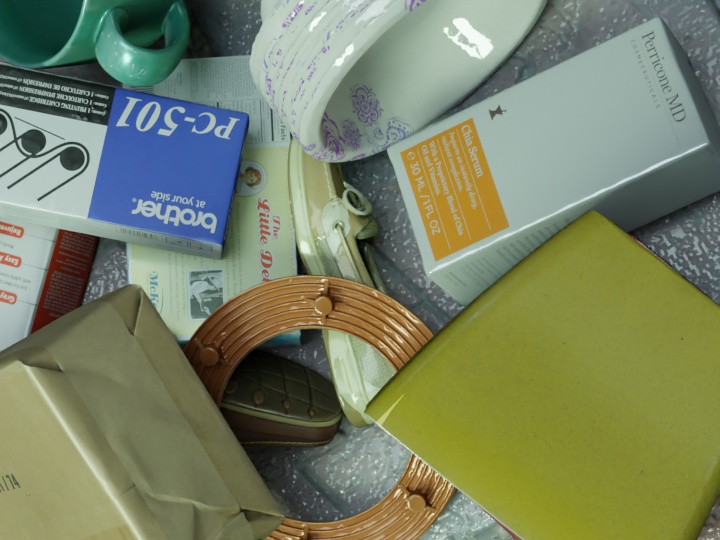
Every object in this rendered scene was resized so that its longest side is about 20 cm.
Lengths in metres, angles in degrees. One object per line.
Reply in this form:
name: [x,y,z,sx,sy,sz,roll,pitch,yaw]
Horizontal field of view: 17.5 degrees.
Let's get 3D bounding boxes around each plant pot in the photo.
plant pot: [0.133,0.075,1.399,0.200,0.200,0.177,37,89,2]

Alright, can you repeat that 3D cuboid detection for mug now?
mug: [-0.181,-0.202,1.582,0.152,0.114,0.186,-18,86,46]

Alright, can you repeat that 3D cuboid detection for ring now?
ring: [-0.030,0.102,1.520,0.199,0.019,0.201,1,101,7]

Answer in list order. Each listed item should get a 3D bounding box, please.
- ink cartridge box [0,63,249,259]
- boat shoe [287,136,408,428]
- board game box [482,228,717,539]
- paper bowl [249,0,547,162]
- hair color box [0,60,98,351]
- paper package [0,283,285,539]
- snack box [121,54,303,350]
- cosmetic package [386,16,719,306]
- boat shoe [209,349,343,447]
ink cartridge box: [-0.179,-0.074,1.546,0.199,0.044,0.094,11,76,-1]
boat shoe: [0.000,0.001,1.554,0.063,0.073,0.202,-15,80,11]
board game box: [0.147,0.082,1.512,0.103,0.019,0.200,40,97,20]
paper bowl: [0.017,-0.170,1.500,0.201,0.201,0.104,-42,71,10]
hair color box: [-0.239,-0.040,1.652,0.101,0.061,0.201,15,87,23]
paper package: [-0.175,0.130,1.507,0.200,0.103,0.191,-27,97,52]
snack box: [-0.101,-0.045,1.587,0.116,0.037,0.201,-3,75,1]
cosmetic package: [0.128,-0.068,1.504,0.199,0.071,0.102,-26,63,15]
boat shoe: [-0.106,0.093,1.587,0.199,0.072,0.068,8,118,14]
